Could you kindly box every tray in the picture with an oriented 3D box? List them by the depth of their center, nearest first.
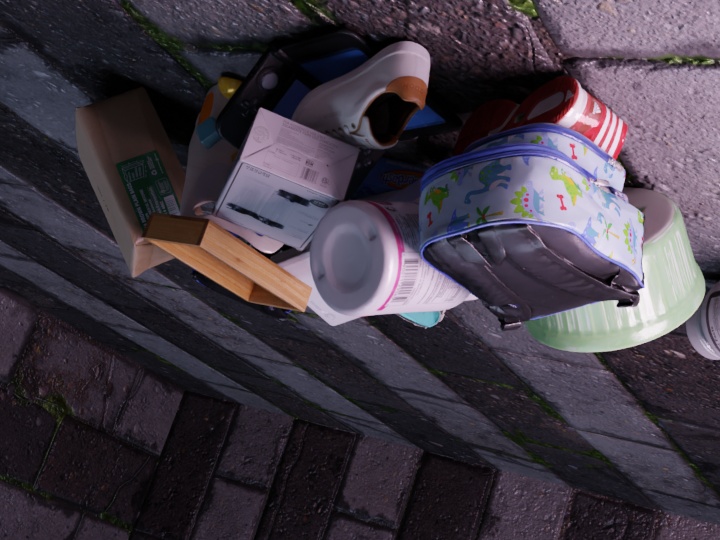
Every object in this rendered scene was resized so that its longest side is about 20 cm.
[{"bbox_3d":[-0.154,-0.009,1.364,0.098,0.037,0.200,8,163,38],"label":"tray"}]

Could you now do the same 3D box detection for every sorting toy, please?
[{"bbox_3d":[-0.129,-0.117,1.370,0.198,0.182,0.107,17,164,7],"label":"sorting toy"}]

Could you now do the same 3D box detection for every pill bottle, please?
[{"bbox_3d":[0.053,-0.013,1.188,0.113,0.115,0.199,5,-176,42],"label":"pill bottle"},{"bbox_3d":[0.469,0.054,1.344,0.110,0.112,0.200,23,164,-13],"label":"pill bottle"}]

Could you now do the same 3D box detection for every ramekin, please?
[{"bbox_3d":[0.261,-0.008,1.238,0.199,0.200,0.098,5,124,41],"label":"ramekin"}]

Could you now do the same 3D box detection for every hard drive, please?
[{"bbox_3d":[0.000,0.000,1.414,0.199,0.026,0.132,-21,130,37],"label":"hard drive"}]

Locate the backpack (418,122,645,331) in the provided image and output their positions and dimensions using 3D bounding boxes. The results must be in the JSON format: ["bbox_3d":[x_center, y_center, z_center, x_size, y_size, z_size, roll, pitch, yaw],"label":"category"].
[{"bbox_3d":[0.153,-0.049,1.084,0.182,0.148,0.199,-15,152,37],"label":"backpack"}]

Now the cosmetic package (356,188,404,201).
[{"bbox_3d":[0.103,-0.034,1.442,0.199,0.052,0.150,29,159,-28],"label":"cosmetic package"}]

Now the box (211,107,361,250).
[{"bbox_3d":[-0.084,-0.091,1.224,0.116,0.061,0.200,21,162,-8],"label":"box"}]

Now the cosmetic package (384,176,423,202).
[{"bbox_3d":[0.064,-0.047,1.303,0.051,0.199,0.083,28,148,59],"label":"cosmetic package"}]

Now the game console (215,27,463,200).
[{"bbox_3d":[-0.023,-0.156,1.247,0.199,0.176,0.116,33,-171,-38],"label":"game console"}]

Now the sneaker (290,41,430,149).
[{"bbox_3d":[-0.009,-0.149,1.169,0.072,0.085,0.199,23,142,-32],"label":"sneaker"}]

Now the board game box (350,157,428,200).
[{"bbox_3d":[0.072,-0.087,1.477,0.198,0.045,0.152,14,163,17],"label":"board game box"}]

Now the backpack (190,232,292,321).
[{"bbox_3d":[-0.122,-0.050,1.554,0.161,0.169,0.200,19,156,-20],"label":"backpack"}]

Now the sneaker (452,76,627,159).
[{"bbox_3d":[0.186,-0.122,1.167,0.115,0.079,0.199,29,163,-24],"label":"sneaker"}]

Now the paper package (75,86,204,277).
[{"bbox_3d":[-0.297,-0.116,1.536,0.103,0.201,0.191,-23,172,-15],"label":"paper package"}]

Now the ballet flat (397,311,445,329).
[{"bbox_3d":[0.024,0.008,1.492,0.199,0.072,0.072,32,161,-20],"label":"ballet flat"}]
